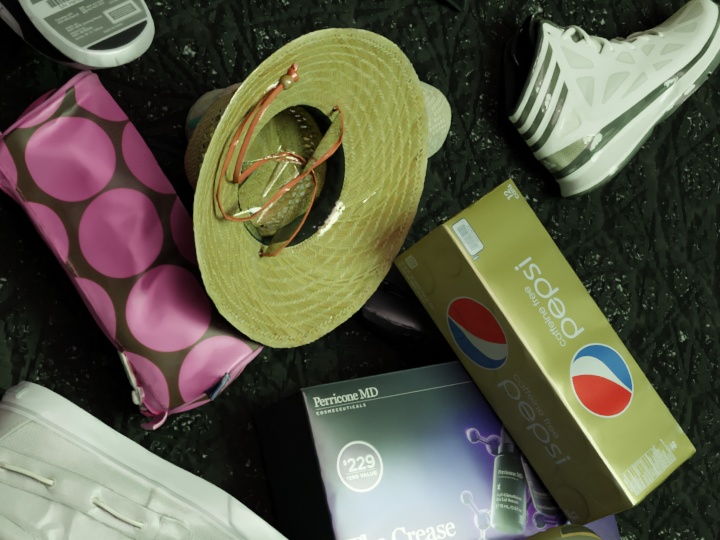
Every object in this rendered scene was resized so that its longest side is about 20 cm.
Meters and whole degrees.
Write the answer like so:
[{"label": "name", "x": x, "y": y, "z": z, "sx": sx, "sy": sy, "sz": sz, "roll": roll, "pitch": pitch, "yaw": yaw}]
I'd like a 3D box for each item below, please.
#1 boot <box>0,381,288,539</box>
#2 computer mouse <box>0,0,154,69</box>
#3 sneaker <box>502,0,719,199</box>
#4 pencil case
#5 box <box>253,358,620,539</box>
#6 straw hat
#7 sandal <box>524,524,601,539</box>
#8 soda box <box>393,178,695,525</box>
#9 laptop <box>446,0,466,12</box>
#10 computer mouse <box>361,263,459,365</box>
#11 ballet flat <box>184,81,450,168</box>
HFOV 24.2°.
[{"label": "boot", "x": -0.134, "y": 0.153, "z": 0.950, "sx": 0.199, "sy": 0.074, "sz": 0.096, "roll": 31, "pitch": 70, "yaw": -9}, {"label": "computer mouse", "x": -0.201, "y": -0.180, "z": 0.984, "sx": 0.109, "sy": 0.044, "sz": 0.200, "roll": -30, "pitch": 71, "yaw": -36}, {"label": "sneaker", "x": 0.176, "y": -0.155, "z": 1.183, "sx": 0.116, "sy": 0.076, "sz": 0.201, "roll": 49, "pitch": 63, "yaw": -11}, {"label": "pencil case", "x": -0.138, "y": -0.011, "z": 0.975, "sx": 0.093, "sy": 0.091, "sz": 0.201, "roll": -35, "pitch": 92, "yaw": -17}, {"label": "box", "x": 0.049, "y": 0.132, "z": 1.040, "sx": 0.198, "sy": 0.079, "sz": 0.142, "roll": -8, "pitch": 76, "yaw": -30}, {"label": "straw hat", "x": -0.053, "y": -0.061, "z": 0.976, "sx": 0.200, "sy": 0.085, "sz": 0.203, "roll": -29, "pitch": 129, "yaw": -42}, {"label": "sandal", "x": 0.135, "y": 0.231, "z": 1.023, "sx": 0.081, "sy": 0.055, "sz": 0.201, "roll": -29, "pitch": 127, "yaw": -15}, {"label": "soda box", "x": 0.110, "y": 0.051, "z": 1.014, "sx": 0.064, "sy": 0.068, "sz": 0.201, "roll": -32, "pitch": 88, "yaw": -33}, {"label": "laptop", "x": -0.014, "y": -0.297, "z": 1.156, "sx": 0.198, "sy": 0.116, "sz": 0.189, "roll": 6, "pitch": 72, "yaw": 3}, {"label": "computer mouse", "x": 0.000, "y": 0.000, "z": 1.074, "sx": 0.199, "sy": 0.034, "sz": 0.059, "roll": 32, "pitch": 65, "yaw": -17}, {"label": "ballet flat", "x": -0.014, "y": -0.095, "z": 1.073, "sx": 0.198, "sy": 0.062, "sz": 0.068, "roll": -9, "pitch": 82, "yaw": -30}]
